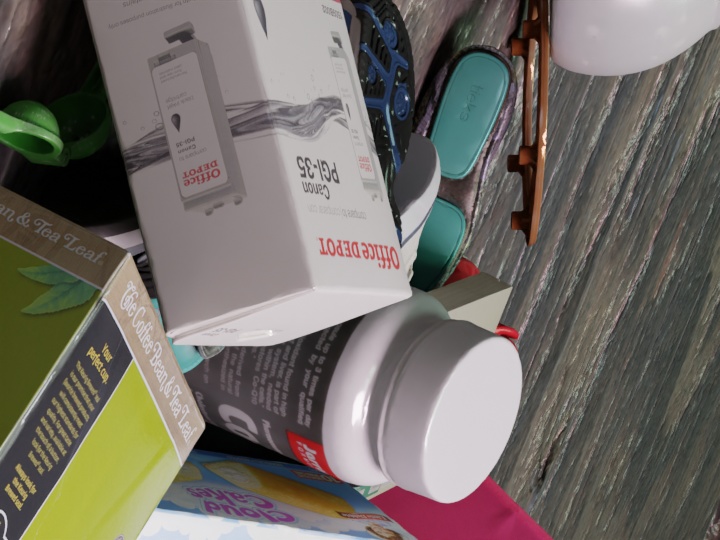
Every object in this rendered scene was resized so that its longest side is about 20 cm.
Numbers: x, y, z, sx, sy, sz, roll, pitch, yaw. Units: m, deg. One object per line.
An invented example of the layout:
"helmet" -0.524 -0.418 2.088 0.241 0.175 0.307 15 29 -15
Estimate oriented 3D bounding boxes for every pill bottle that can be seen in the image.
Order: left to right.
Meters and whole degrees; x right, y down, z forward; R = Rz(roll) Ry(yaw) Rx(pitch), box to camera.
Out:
"pill bottle" -0.018 0.052 1.473 0.114 0.199 0.115 -34 135 -44

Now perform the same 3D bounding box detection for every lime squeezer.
"lime squeezer" -0.144 -0.081 1.240 0.200 0.038 0.071 -29 141 -59

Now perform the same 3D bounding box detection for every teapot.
"teapot" 0.198 -0.220 1.735 0.198 0.145 0.201 87 7 -53

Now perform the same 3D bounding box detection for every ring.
"ring" 0.114 -0.118 1.808 0.200 0.019 0.202 1 90 -90

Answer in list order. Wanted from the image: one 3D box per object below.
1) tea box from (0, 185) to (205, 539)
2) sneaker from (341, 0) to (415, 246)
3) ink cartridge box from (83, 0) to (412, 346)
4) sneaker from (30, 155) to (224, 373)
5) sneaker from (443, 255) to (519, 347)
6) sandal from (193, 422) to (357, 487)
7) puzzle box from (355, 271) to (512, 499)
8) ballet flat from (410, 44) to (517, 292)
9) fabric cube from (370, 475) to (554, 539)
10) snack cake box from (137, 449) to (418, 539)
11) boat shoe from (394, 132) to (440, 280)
"tea box" -0.185 0.084 1.189 0.197 0.133 0.200 -57 161 -19
"sneaker" -0.017 -0.071 1.559 0.076 0.077 0.202 10 87 -60
"ink cartridge box" -0.054 -0.072 1.261 0.146 0.082 0.202 5 70 -70
"sneaker" -0.116 0.001 1.366 0.200 0.083 0.122 -29 132 -62
"sneaker" 0.067 0.043 1.854 0.200 0.115 0.079 -23 137 -61
"sandal" -0.035 0.103 1.554 0.043 0.199 0.077 -105 176 -78
"puzzle box" 0.030 0.076 1.673 0.200 0.025 0.134 -17 131 -66
"ballet flat" 0.051 -0.056 1.772 0.201 0.072 0.072 -65 162 4
"fabric cube" 0.016 0.252 1.775 0.200 0.200 0.196 -50 169 26
"snack cake box" -0.077 0.148 1.446 0.199 0.115 0.068 12 101 -35
"boat shoe" 0.000 0.000 1.644 0.070 0.070 0.201 78 27 -45
